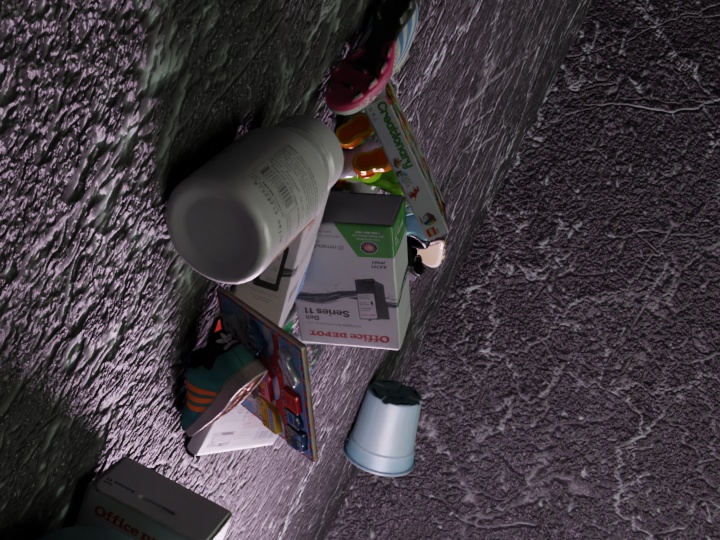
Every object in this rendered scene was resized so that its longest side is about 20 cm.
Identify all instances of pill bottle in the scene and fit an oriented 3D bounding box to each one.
[{"bbox_3d":[-0.097,-0.080,1.042,0.200,0.114,0.115,-50,162,-52],"label":"pill bottle"}]

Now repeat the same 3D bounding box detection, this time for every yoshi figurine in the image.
[{"bbox_3d":[0.026,-0.156,1.472,0.200,0.112,0.113,74,36,-78],"label":"yoshi figurine"}]

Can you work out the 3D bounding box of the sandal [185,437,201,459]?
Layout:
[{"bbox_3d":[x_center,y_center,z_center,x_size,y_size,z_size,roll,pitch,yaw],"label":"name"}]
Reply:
[{"bbox_3d":[-0.177,0.203,1.471,0.200,0.048,0.075,-50,161,-49],"label":"sandal"}]

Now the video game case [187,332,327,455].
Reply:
[{"bbox_3d":[-0.137,0.167,1.430,0.182,0.023,0.200,-61,154,9],"label":"video game case"}]

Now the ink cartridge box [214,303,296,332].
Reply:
[{"bbox_3d":[-0.148,0.101,1.390,0.200,0.050,0.161,-47,160,-62],"label":"ink cartridge box"}]

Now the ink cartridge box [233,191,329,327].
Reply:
[{"bbox_3d":[-0.091,-0.043,1.233,0.116,0.068,0.200,-67,176,-54],"label":"ink cartridge box"}]

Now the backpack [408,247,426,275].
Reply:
[{"bbox_3d":[0.000,0.000,1.623,0.127,0.167,0.200,-41,167,-18],"label":"backpack"}]

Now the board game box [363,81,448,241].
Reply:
[{"bbox_3d":[0.060,-0.151,1.356,0.126,0.035,0.200,-88,154,-65],"label":"board game box"}]

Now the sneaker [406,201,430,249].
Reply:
[{"bbox_3d":[0.013,-0.044,1.492,0.199,0.090,0.078,-15,165,-11],"label":"sneaker"}]

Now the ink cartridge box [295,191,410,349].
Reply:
[{"bbox_3d":[-0.013,0.001,1.369,0.083,0.146,0.201,-69,158,-52],"label":"ink cartridge box"}]

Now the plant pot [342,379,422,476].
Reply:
[{"bbox_3d":[0.070,0.408,2.743,0.200,0.200,0.197,-38,143,-66],"label":"plant pot"}]

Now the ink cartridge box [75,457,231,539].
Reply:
[{"bbox_3d":[-0.246,0.329,1.141,0.200,0.146,0.083,-67,171,20],"label":"ink cartridge box"}]

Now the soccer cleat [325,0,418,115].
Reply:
[{"bbox_3d":[0.022,-0.259,1.296,0.200,0.070,0.086,-61,159,-22],"label":"soccer cleat"}]

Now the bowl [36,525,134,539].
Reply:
[{"bbox_3d":[-0.275,0.331,1.018,0.105,0.200,0.201,-117,-136,-60],"label":"bowl"}]

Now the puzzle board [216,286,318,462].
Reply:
[{"bbox_3d":[-0.114,0.129,1.245,0.017,0.151,0.200,-35,140,-32],"label":"puzzle board"}]

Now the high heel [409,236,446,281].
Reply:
[{"bbox_3d":[0.181,-0.066,2.435,0.143,0.071,0.200,-50,180,-30],"label":"high heel"}]

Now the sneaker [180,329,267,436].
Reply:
[{"bbox_3d":[-0.181,0.135,1.263,0.071,0.080,0.200,-31,170,-41],"label":"sneaker"}]
